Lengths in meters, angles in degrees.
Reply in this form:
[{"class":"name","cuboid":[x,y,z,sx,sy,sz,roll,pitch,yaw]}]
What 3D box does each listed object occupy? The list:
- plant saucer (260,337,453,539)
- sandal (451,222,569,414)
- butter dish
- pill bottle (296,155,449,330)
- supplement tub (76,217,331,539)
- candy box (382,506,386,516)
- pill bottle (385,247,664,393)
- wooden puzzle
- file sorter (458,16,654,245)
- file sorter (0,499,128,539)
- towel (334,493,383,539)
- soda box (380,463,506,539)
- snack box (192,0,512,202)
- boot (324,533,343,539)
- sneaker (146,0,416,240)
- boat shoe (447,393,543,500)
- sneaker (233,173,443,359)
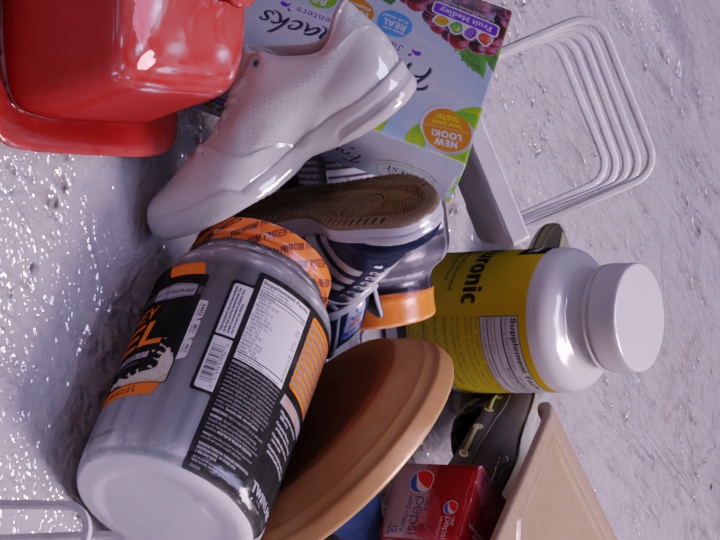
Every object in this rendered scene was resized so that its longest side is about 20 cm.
[{"class":"plant saucer","cuboid":[-0.025,0.112,1.466,0.037,0.199,0.201,48,42,-15]},{"class":"sandal","cuboid":[0.119,0.036,1.871,0.202,0.057,0.080,-55,141,-28]},{"class":"butter dish","cuboid":[-0.126,-0.173,1.343,0.199,0.147,0.202,-2,89,-60]},{"class":"pill bottle","cuboid":[0.007,-0.061,1.617,0.106,0.105,0.202,-23,108,-60]},{"class":"supplement tub","cuboid":[-0.091,0.072,1.407,0.123,0.122,0.201,59,39,-40]},{"class":"candy box","cuboid":[0.049,0.277,1.691,0.167,0.071,0.202,-11,97,-60]},{"class":"pill bottle","cuboid":[0.127,0.039,1.720,0.111,0.199,0.112,5,84,-56]},{"class":"wooden puzzle","cuboid":[0.130,0.225,1.597,0.186,0.037,0.201,62,38,-38]},{"class":"file sorter","cuboid":[0.132,-0.108,1.701,0.200,0.124,0.140,-161,-131,-86]},{"class":"file sorter","cuboid":[-0.164,0.227,1.257,0.200,0.124,0.140,49,46,-47]},{"class":"towel","cuboid":[-0.027,0.248,1.569,0.111,0.048,0.202,-9,96,-42]},{"class":"soda box","cuboid":[0.089,0.217,1.624,0.200,0.069,0.064,53,47,-45]},{"class":"snack box","cuboid":[-0.010,-0.146,1.514,0.053,0.198,0.143,113,-4,-57]},{"class":"boot","cuboid":[-0.066,0.278,1.430,0.139,0.077,0.201,-55,158,-52]},{"class":"sneaker","cuboid":[-0.066,-0.099,1.431,0.089,0.199,0.075,54,13,-13]},{"class":"boat shoe","cuboid":[0.101,0.128,1.737,0.201,0.060,0.072,-70,-176,-71]},{"class":"sneaker","cuboid":[0.000,0.000,1.494,0.070,0.199,0.109,-34,109,-33]}]
